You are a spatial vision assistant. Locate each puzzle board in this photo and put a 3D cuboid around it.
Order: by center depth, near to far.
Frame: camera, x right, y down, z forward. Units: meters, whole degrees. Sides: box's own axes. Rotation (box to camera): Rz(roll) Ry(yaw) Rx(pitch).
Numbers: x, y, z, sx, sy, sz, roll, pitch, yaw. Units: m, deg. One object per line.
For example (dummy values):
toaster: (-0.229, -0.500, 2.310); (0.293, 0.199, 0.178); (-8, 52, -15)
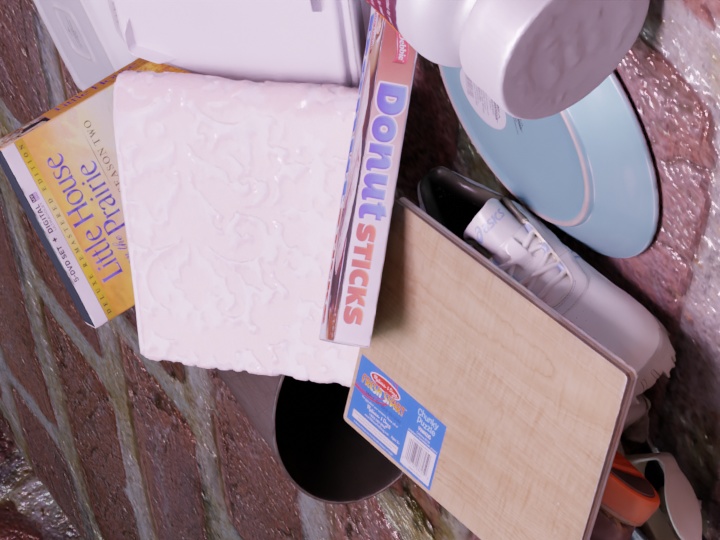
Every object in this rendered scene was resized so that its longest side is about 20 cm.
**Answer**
puzzle board: (0.069, 0.070, 1.359); (0.200, 0.017, 0.151); (39, 128, 40)

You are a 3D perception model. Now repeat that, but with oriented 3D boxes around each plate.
plate: (0.090, -0.088, 1.329); (0.200, 0.026, 0.200); (50, 162, 23)

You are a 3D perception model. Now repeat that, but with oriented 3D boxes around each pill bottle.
pill bottle: (0.041, -0.168, 1.179); (0.200, 0.109, 0.110); (48, 161, 29)

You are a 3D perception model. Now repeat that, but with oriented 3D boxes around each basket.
basket: (-0.050, 0.045, 1.780); (0.200, 0.136, 0.181); (45, 156, 45)

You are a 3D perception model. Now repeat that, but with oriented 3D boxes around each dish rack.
dish rack: (-0.079, -0.164, 1.489); (0.200, 0.044, 0.172); (20, 149, 20)

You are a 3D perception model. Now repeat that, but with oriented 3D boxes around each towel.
towel: (-0.065, -0.027, 1.522); (0.200, 0.032, 0.192); (7, 110, 34)

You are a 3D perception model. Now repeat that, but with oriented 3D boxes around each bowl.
bowl: (-0.185, -0.194, 1.828); (0.200, 0.075, 0.200); (30, 149, 58)

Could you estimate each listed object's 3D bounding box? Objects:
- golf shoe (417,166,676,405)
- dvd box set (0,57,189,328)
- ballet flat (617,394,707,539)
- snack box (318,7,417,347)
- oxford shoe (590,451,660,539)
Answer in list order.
golf shoe: (0.093, 0.008, 1.370); (0.200, 0.078, 0.097); (37, 168, 48)
dvd box set: (-0.136, -0.073, 1.683); (0.029, 0.200, 0.147); (19, 138, 64)
ballet flat: (0.155, 0.110, 1.438); (0.200, 0.073, 0.073); (64, 165, 15)
snack box: (0.006, -0.057, 1.395); (0.072, 0.024, 0.201); (174, 105, -83)
oxford shoe: (0.080, 0.097, 1.403); (0.071, 0.073, 0.200); (18, -159, -52)
